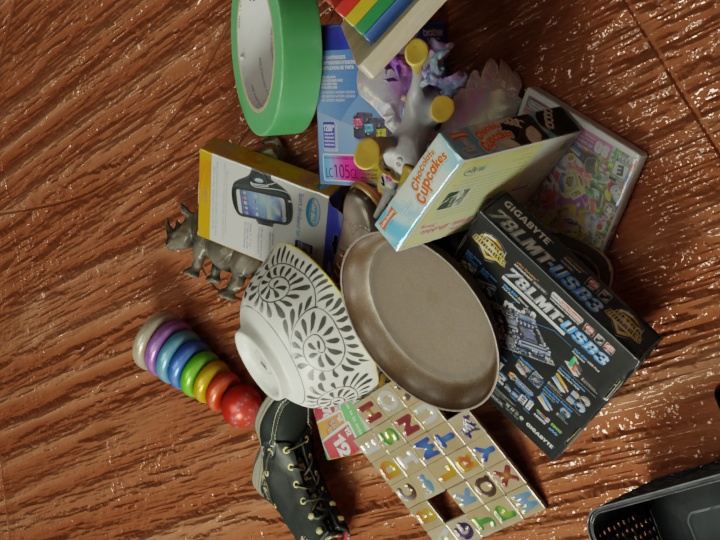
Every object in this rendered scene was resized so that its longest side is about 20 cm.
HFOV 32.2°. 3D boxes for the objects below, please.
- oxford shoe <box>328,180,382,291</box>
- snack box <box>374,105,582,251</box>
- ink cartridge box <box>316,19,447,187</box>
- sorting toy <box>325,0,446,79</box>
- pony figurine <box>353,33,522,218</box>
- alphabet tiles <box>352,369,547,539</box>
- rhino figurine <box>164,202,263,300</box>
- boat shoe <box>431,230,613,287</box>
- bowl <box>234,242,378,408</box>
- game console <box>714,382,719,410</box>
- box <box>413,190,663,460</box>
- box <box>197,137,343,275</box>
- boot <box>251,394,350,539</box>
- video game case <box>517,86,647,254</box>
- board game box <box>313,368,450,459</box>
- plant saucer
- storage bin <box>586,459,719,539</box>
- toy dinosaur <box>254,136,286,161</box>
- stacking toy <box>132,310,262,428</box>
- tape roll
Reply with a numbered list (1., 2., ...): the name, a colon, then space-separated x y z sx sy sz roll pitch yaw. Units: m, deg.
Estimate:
1. oxford shoe: 0.000 0.000 1.341 0.071 0.072 0.203 27 136 38
2. snack box: 0.111 -0.086 1.139 0.037 0.199 0.117 50 128 19
3. ink cartridge box: 0.021 -0.193 1.322 0.135 0.076 0.204 6 101 44
4. sorting toy: 0.045 -0.294 1.151 0.069 0.199 0.200 40 103 -18
5. pony figurine: 0.055 -0.148 1.179 0.165 0.200 0.195 26 86 4
6. alphabet tiles: 0.083 0.203 1.339 0.201 0.008 0.167 51 133 -4
7. rhino figurine: -0.182 -0.029 1.564 0.199 0.059 0.089 29 98 38
8. boat shoe: 0.150 -0.010 1.217 0.198 0.056 0.068 20 112 41
9. bowl: -0.076 0.081 1.368 0.201 0.094 0.202 45 156 27
10. game console: 0.405 0.163 1.052 0.176 0.031 0.203 -32 75 50
11. box: 0.161 0.057 1.187 0.200 0.050 0.199 43 142 14
12. box: -0.097 -0.066 1.444 0.197 0.041 0.121 21 126 19
13. boot: -0.063 0.242 1.470 0.154 0.073 0.206 50 144 35
14. video game case: 0.186 -0.057 1.225 0.143 0.018 0.202 37 123 33
15. board game box: 0.019 0.155 1.430 0.198 0.030 0.097 -20 85 43
16. plant saucer: 0.063 0.045 1.221 0.199 0.032 0.202 30 139 30
17. storage bin: 0.311 0.244 1.093 0.199 0.093 0.137 -32 76 52
18. toy dinosaur: -0.100 -0.103 1.487 0.197 0.058 0.103 1 116 33
19. stacking toy: -0.202 0.134 1.613 0.199 0.085 0.087 31 119 29
20. tape roll: -0.096 -0.253 1.388 0.200 0.047 0.204 174 90 -70
